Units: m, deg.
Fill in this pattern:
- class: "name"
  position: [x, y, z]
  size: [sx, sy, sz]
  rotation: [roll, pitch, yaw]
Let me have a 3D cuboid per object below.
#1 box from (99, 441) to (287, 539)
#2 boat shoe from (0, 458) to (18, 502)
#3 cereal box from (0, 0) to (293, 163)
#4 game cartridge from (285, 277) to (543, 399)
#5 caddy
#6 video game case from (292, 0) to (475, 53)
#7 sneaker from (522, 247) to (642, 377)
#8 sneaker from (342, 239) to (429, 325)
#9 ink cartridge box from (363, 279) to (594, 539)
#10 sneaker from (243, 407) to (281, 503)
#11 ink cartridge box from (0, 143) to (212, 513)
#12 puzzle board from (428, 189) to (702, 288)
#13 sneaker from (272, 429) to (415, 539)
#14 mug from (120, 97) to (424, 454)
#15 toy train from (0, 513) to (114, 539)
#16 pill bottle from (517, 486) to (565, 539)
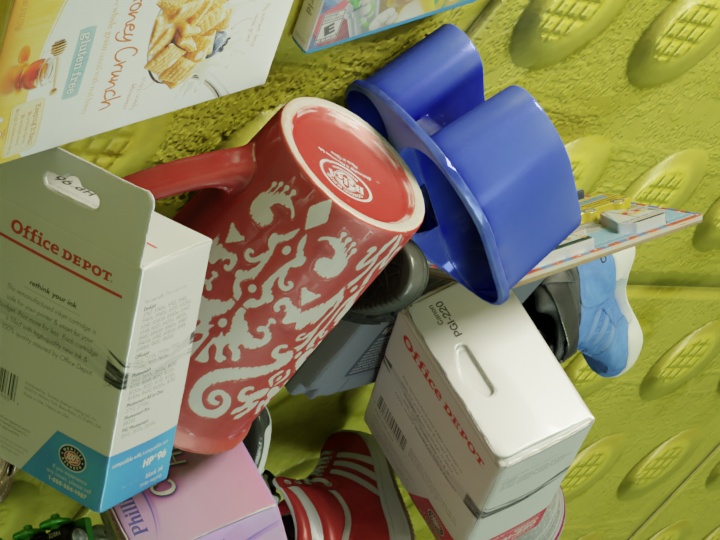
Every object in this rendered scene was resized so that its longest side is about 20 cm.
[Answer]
- class: "box"
  position: [-0.111, 0.183, 1.601]
  size: [0.097, 0.176, 0.200]
  rotation: [-23, 132, -10]
- class: "boat shoe"
  position: [-0.250, 0.113, 1.502]
  size: [0.071, 0.065, 0.200]
  rotation: [-33, 154, -12]
- class: "cereal box"
  position: [-0.121, -0.136, 1.286]
  size: [0.200, 0.040, 0.144]
  rotation: [-20, 150, -34]
- class: "game cartridge"
  position: [0.046, 0.031, 1.780]
  size: [0.200, 0.041, 0.133]
  rotation: [-12, 155, -44]
- class: "caddy"
  position: [0.058, -0.060, 1.532]
  size: [0.105, 0.141, 0.200]
  rotation: [-38, 151, -9]
- class: "video game case"
  position: [0.043, -0.218, 1.394]
  size: [0.143, 0.018, 0.200]
  rotation: [-20, 149, -32]
- class: "sneaker"
  position: [0.164, 0.043, 1.922]
  size: [0.111, 0.077, 0.200]
  rotation: [-37, 152, -18]
- class: "sneaker"
  position: [0.000, 0.003, 1.559]
  size: [0.104, 0.060, 0.200]
  rotation: [9, 174, -41]
- class: "ink cartridge box"
  position: [0.082, 0.107, 1.746]
  size: [0.085, 0.146, 0.200]
  rotation: [-25, 159, -18]
- class: "sneaker"
  position: [-0.099, 0.149, 1.789]
  size: [0.115, 0.076, 0.201]
  rotation: [-34, 157, -52]
- class: "ink cartridge box"
  position: [-0.156, 0.020, 1.365]
  size: [0.068, 0.116, 0.200]
  rotation: [-24, 133, -53]
- class: "puzzle board"
  position: [0.122, -0.027, 1.705]
  size: [0.200, 0.151, 0.017]
  rotation: [-18, 108, -37]
- class: "sneaker"
  position: [-0.033, 0.174, 1.827]
  size: [0.112, 0.200, 0.071]
  rotation: [8, 110, -17]
- class: "mug"
  position: [-0.076, -0.001, 1.443]
  size: [0.177, 0.133, 0.200]
  rotation: [4, 138, -50]
- class: "toy train"
  position: [-0.240, 0.205, 1.615]
  size: [0.200, 0.042, 0.056]
  rotation: [-24, 158, 39]
- class: "pill bottle"
  position: [0.107, 0.180, 2.039]
  size: [0.113, 0.113, 0.200]
  rotation: [-37, 155, -3]
